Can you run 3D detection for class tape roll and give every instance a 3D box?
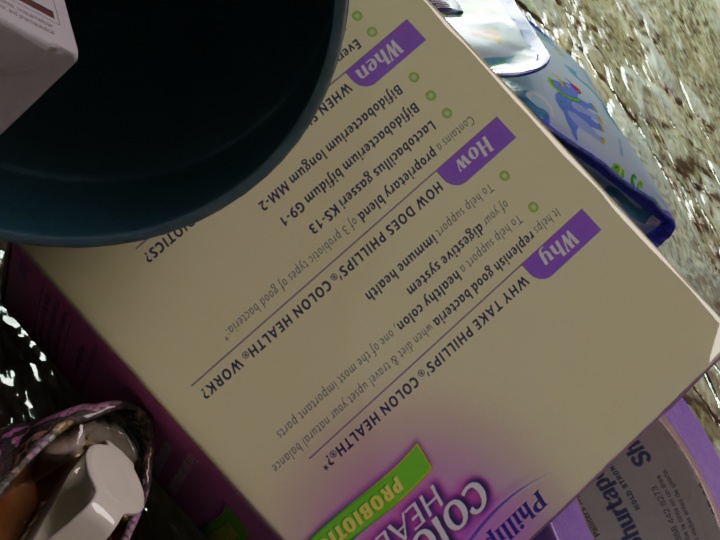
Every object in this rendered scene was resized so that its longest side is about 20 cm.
[{"bbox_3d":[0.103,0.118,0.988,0.200,0.065,0.201,41,32,-33],"label":"tape roll"}]

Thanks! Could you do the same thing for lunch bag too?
[{"bbox_3d":[0.038,-0.081,1.101,0.200,0.128,0.170,34,18,-26],"label":"lunch bag"}]

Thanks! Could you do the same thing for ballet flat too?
[{"bbox_3d":[-0.104,0.099,0.698,0.069,0.071,0.200,44,26,-15],"label":"ballet flat"}]

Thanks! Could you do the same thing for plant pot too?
[{"bbox_3d":[-0.088,-0.143,0.746,0.200,0.200,0.188,42,31,-17],"label":"plant pot"}]

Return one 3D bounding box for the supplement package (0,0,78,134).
[{"bbox_3d":[-0.204,-0.062,0.600,0.155,0.200,0.111,26,34,-41],"label":"supplement package"}]

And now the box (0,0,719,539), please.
[{"bbox_3d":[0.000,0.019,0.825,0.200,0.176,0.097,47,-18,5],"label":"box"}]
